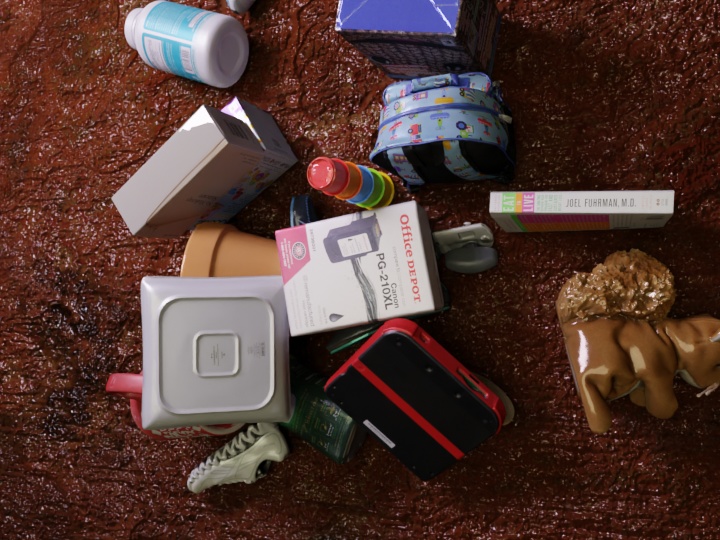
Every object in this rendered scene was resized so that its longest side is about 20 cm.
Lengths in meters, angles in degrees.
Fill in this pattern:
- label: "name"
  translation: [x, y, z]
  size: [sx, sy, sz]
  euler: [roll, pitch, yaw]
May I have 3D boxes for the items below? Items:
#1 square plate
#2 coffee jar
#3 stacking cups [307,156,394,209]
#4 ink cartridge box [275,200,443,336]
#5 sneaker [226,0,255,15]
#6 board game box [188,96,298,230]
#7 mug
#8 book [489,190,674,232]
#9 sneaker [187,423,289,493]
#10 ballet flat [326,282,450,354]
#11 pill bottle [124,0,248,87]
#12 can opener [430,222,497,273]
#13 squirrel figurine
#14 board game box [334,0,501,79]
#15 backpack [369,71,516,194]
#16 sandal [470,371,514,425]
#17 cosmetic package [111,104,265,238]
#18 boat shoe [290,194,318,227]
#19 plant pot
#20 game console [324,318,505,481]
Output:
- label: "square plate"
  translation: [-0.190, 0.108, 0.809]
  size: [0.196, 0.028, 0.202]
  euler: [0, 91, -12]
- label: "coffee jar"
  translation: [-0.083, 0.199, 0.921]
  size: [0.199, 0.085, 0.105]
  euler: [24, 106, 21]
- label: "stacking cups"
  translation: [-0.016, -0.121, 0.835]
  size: [0.060, 0.200, 0.061]
  euler: [0, 90, 25]
- label: "ink cartridge box"
  translation: [0.000, 0.000, 0.820]
  size: [0.198, 0.084, 0.146]
  euler: [-11, 84, 13]
- label: "sneaker"
  translation: [-0.138, -0.490, 0.963]
  size: [0.086, 0.075, 0.201]
  euler: [40, 104, 12]
- label: "board game box"
  translation: [-0.219, -0.163, 0.973]
  size: [0.199, 0.105, 0.104]
  euler: [-36, 76, 18]
- label: "mug"
  translation: [-0.267, 0.197, 0.911]
  size: [0.199, 0.176, 0.135]
  euler: [-15, 88, 50]
- label: "book"
  translation: [0.270, -0.074, 0.751]
  size: [0.198, 0.133, 0.049]
  euler: [3, 90, 22]
- label: "sneaker"
  translation: [-0.198, 0.313, 0.980]
  size: [0.199, 0.075, 0.081]
  euler: [-38, 85, 18]
- label: "ballet flat"
  translation: [0.032, 0.057, 0.885]
  size: [0.199, 0.073, 0.074]
  euler: [-23, 81, 15]
- label: "pill bottle"
  translation: [-0.292, -0.378, 1.003]
  size: [0.199, 0.111, 0.112]
  euler: [22, 98, 21]
- label: "can opener"
  translation: [0.093, -0.027, 0.861]
  size: [0.198, 0.053, 0.067]
  euler: [-6, 52, 25]
- label: "squirrel figurine"
  translation: [0.339, 0.072, 0.722]
  size: [0.185, 0.141, 0.202]
  euler: [-15, 86, 15]
- label: "board game box"
  translation: [0.083, -0.324, 0.796]
  size: [0.158, 0.200, 0.098]
  euler: [12, 95, 23]
- label: "backpack"
  translation: [0.102, -0.182, 0.787]
  size: [0.181, 0.200, 0.136]
  euler: [-2, 88, 23]
- label: "sandal"
  translation: [0.111, 0.180, 0.861]
  size: [0.210, 0.078, 0.070]
  euler: [20, 130, 20]
- label: "cosmetic package"
  translation: [-0.245, -0.135, 0.872]
  size: [0.200, 0.103, 0.073]
  euler: [-40, 77, 18]
- label: "boat shoe"
  translation: [-0.054, -0.019, 0.927]
  size: [0.068, 0.084, 0.202]
  euler: [-11, 101, 15]
- label: "plant pot"
  translation: [-0.168, 0.030, 0.915]
  size: [0.138, 0.200, 0.202]
  euler: [2, 90, 5]
- label: "game console"
  translation: [0.070, 0.172, 0.800]
  size: [0.200, 0.031, 0.177]
  euler: [42, 124, -1]
